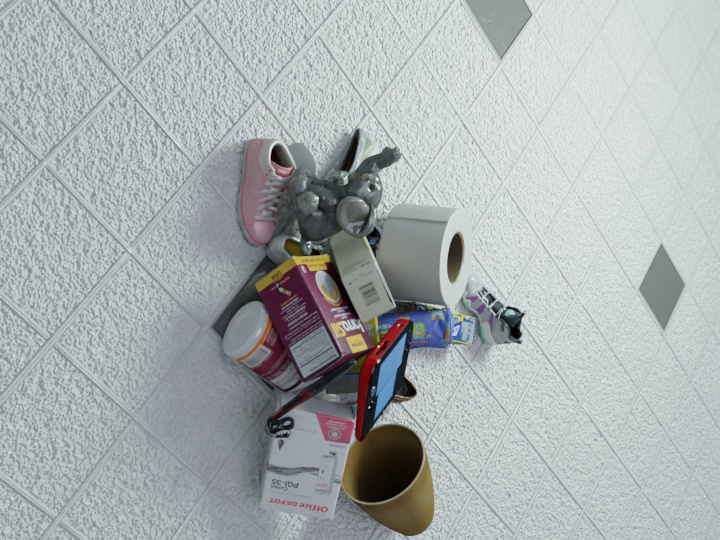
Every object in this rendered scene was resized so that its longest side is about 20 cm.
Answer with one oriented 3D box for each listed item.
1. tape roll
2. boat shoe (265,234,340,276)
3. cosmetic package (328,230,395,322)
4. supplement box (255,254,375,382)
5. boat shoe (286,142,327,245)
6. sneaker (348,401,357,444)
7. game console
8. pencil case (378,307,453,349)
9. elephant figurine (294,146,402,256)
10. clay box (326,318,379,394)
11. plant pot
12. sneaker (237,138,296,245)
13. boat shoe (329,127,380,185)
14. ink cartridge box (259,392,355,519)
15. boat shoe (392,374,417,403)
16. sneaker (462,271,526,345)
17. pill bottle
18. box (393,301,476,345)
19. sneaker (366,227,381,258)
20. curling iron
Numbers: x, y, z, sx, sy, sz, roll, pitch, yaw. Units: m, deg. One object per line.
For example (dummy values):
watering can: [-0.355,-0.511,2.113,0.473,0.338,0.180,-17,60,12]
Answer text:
tape roll: [0.137,-0.033,1.745,0.202,0.137,0.207,-25,118,-60]
boat shoe: [-0.086,-0.013,1.639,0.201,0.085,0.076,36,68,-33]
cosmetic package: [0.000,0.000,1.587,0.070,0.201,0.106,-25,117,2]
supplement box: [-0.082,0.082,1.519,0.202,0.103,0.130,62,25,11]
boat shoe: [-0.106,-0.146,1.640,0.069,0.064,0.204,-13,90,2]
sneaker: [-0.033,0.333,1.680,0.199,0.081,0.075,-35,111,-34]
game console: [0.047,0.202,1.587,0.200,0.031,0.180,-44,144,-52]
pencil case: [0.095,0.126,1.723,0.196,0.078,0.089,-7,82,3]
elephant figurine: [-0.019,-0.127,1.544,0.196,0.156,0.144,-3,65,-1]
clay box: [-0.019,0.139,1.669,0.048,0.113,0.204,16,70,-83]
plant pot: [0.077,0.453,1.725,0.187,0.185,0.202,-50,132,-28]
sneaker: [-0.172,-0.148,1.560,0.075,0.104,0.204,1,90,-41]
boat shoe: [-0.027,-0.201,1.704,0.065,0.074,0.203,44,59,-23]
ink cartridge box: [-0.100,0.344,1.556,0.144,0.083,0.203,11,102,-8]
boat shoe: [0.038,0.215,1.740,0.198,0.071,0.077,28,72,-27]
sneaker: [0.320,0.087,1.937,0.078,0.139,0.201,-45,117,-29]
pill bottle: [-0.149,0.155,1.567,0.199,0.113,0.115,39,66,-32]
box: [0.163,0.118,1.852,0.198,0.070,0.065,17,78,-38]
sneaker: [0.002,-0.046,1.709,0.078,0.089,0.203,-24,105,-37]
curling iron: [-0.085,0.224,1.483,0.199,0.026,0.050,-41,87,-6]
